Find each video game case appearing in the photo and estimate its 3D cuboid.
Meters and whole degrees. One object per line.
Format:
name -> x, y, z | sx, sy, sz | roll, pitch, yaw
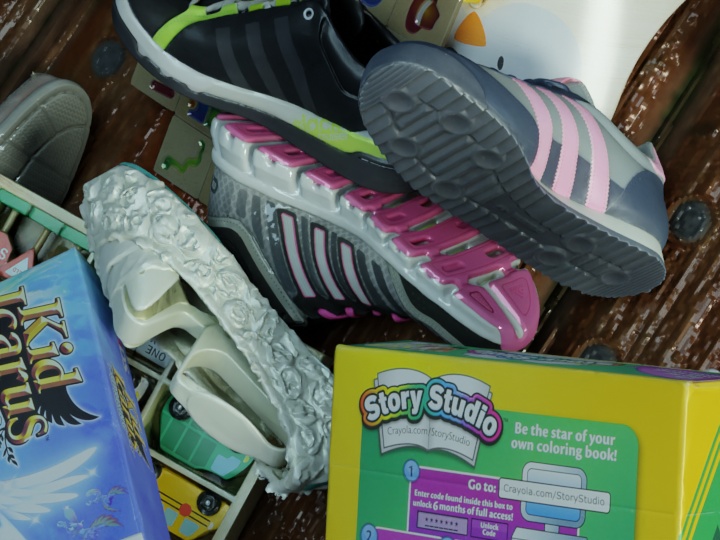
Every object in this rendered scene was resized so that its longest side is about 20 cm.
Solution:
video game case -> -0.189, 0.109, 1.328 | 0.180, 0.046, 0.201 | -23, 53, 7

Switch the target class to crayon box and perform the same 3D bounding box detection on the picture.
crayon box -> 0.073, 0.124, 1.206 | 0.199, 0.058, 0.174 | 5, 92, 43

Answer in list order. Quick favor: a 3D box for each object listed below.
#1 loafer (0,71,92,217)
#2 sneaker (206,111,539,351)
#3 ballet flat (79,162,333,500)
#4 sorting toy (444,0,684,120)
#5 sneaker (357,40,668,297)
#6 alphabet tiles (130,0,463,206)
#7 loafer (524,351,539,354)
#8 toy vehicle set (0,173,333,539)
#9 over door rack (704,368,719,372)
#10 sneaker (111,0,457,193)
loafer -> -0.215, -0.020, 1.465 | 0.063, 0.072, 0.201 | 28, 88, 36
sneaker -> 0.000, 0.000, 1.354 | 0.199, 0.074, 0.088 | 31, 119, 25
ballet flat -> -0.076, 0.029, 1.334 | 0.072, 0.072, 0.200 | -45, 76, 2
sorting toy -> 0.071, -0.145, 1.389 | 0.199, 0.107, 0.181 | 15, 98, 25
sneaker -> 0.072, -0.064, 1.299 | 0.070, 0.200, 0.083 | -17, 51, 36
alphabet tiles -> -0.029, -0.093, 1.408 | 0.199, 0.006, 0.167 | 33, 112, 27
loafer -> 0.037, 0.126, 1.328 | 0.072, 0.063, 0.201 | 35, 90, -13
toy vehicle set -> -0.128, 0.051, 1.400 | 0.199, 0.027, 0.125 | 28, 89, 14
over door rack -> 0.172, 0.136, 1.240 | 0.147, 0.067, 0.202 | -9, 69, 3
sneaker -> -0.028, -0.113, 1.358 | 0.199, 0.072, 0.083 | 27, 119, 18
